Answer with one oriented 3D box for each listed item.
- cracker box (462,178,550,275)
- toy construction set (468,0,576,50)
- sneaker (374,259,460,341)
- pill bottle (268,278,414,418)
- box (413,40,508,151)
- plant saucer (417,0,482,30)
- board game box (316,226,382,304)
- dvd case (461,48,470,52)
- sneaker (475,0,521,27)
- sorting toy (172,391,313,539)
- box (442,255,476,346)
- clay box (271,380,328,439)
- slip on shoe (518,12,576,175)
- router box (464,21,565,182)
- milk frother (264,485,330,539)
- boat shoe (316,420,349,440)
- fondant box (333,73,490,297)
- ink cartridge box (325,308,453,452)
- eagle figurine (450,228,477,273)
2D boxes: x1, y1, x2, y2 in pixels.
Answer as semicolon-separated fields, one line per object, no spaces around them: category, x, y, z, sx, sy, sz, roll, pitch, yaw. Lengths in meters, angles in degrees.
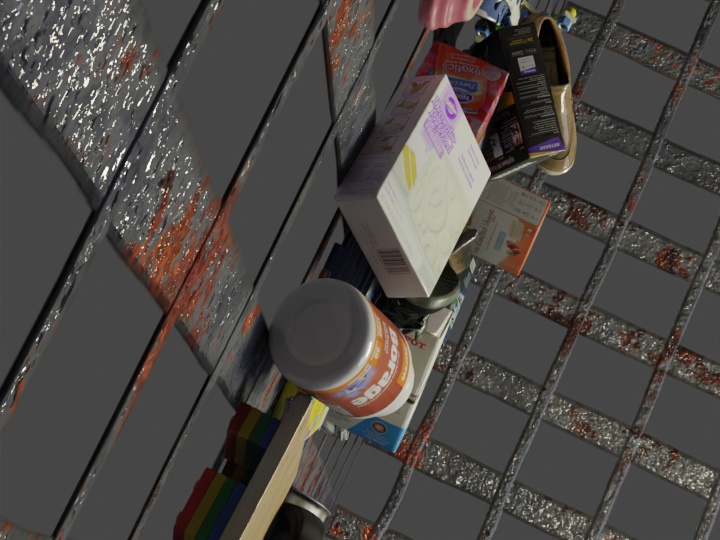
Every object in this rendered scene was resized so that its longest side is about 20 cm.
cracker box;0.163;-0.087;2.020;0.058;0.198;0.134;-59;171;-30
toy construction set;0.221;-0.316;1.975;0.093;0.130;0.201;-59;171;-37
sneaker;0.061;0.039;1.596;0.200;0.075;0.116;-99;-152;-76
pill bottle;-0.010;0.089;1.436;0.113;0.111;0.200;-64;156;-8
box;0.099;-0.163;1.676;0.096;0.099;0.201;-60;172;-33
plant saucer;0.120;-0.340;1.447;0.201;0.050;0.202;90;26;-74
board game box;0.000;0.000;1.639;0.200;0.061;0.202;79;36;-80
dvd case;0.185;-0.227;1.860;0.199;0.024;0.153;7;-96;59
sneaker;0.171;-0.354;1.664;0.116;0.080;0.199;-65;172;12
sorting toy;-0.129;0.239;1.424;0.200;0.069;0.201;104;12;-58
box;0.085;0.041;2.095;0.201;0.135;0.038;-63;142;-49
clay box;-0.063;0.149;1.718;0.200;0.047;0.116;-13;127;-80
slip on shoe;0.235;-0.221;1.739;0.060;0.075;0.203;-179;-98;-72
router box;0.173;-0.201;1.723;0.200;0.052;0.160;161;-84;-72
milk frother;-0.080;0.362;1.598;0.200;0.179;0.190;40;69;-39
boat shoe;-0.013;0.140;1.997;0.074;0.064;0.204;38;74;-84
fondant box;0.060;-0.092;1.500;0.145;0.058;0.201;60;42;-35
ink cartridge box;0.023;0.120;1.874;0.084;0.145;0.202;-52;165;-59
eagle figurine;0.087;-0.008;1.959;0.152;0.149;0.202;-107;-173;-53
